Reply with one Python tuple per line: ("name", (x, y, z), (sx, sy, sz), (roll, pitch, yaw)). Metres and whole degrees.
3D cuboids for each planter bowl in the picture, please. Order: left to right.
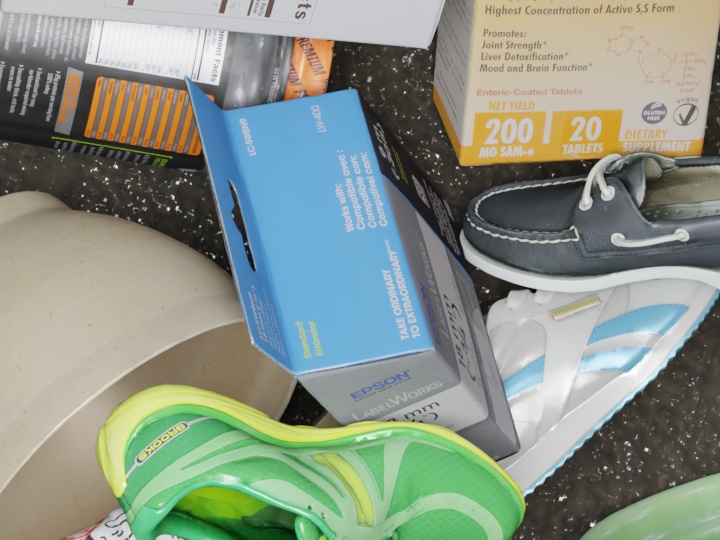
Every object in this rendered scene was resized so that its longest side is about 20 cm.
("planter bowl", (-0.145, 0.049, 1.391), (0.200, 0.200, 0.135), (-39, 67, -10))

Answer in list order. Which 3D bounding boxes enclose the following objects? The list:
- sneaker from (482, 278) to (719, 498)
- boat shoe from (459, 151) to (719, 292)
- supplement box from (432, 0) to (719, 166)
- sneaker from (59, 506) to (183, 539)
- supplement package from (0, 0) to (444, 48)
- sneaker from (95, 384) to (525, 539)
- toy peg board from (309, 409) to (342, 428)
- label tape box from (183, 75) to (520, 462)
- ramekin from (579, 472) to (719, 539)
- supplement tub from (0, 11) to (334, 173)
("sneaker", (0.106, 0.034, 1.483), (0.200, 0.077, 0.081), (-43, 87, -13))
("boat shoe", (0.142, -0.030, 1.449), (0.200, 0.076, 0.060), (1, 129, 16))
("supplement box", (0.108, -0.154, 1.442), (0.126, 0.074, 0.200), (-3, 122, -10))
("sneaker", (-0.074, 0.199, 1.345), (0.108, 0.067, 0.202), (-35, 89, -22))
("supplement package", (-0.059, -0.188, 1.338), (0.200, 0.121, 0.120), (3, 131, -17))
("sneaker", (-0.021, 0.108, 1.319), (0.200, 0.074, 0.084), (10, 46, -23))
("toy peg board", (-0.020, 0.206, 1.455), (0.200, 0.098, 0.199), (47, 65, -5))
("label tape box", (0.000, 0.000, 1.377), (0.063, 0.200, 0.144), (-22, 61, 12))
("ramekin", (0.210, 0.159, 1.439), (0.200, 0.200, 0.098), (-15, 98, -11))
("supplement tub", (-0.117, -0.114, 1.422), (0.200, 0.123, 0.123), (9, 86, -11))
